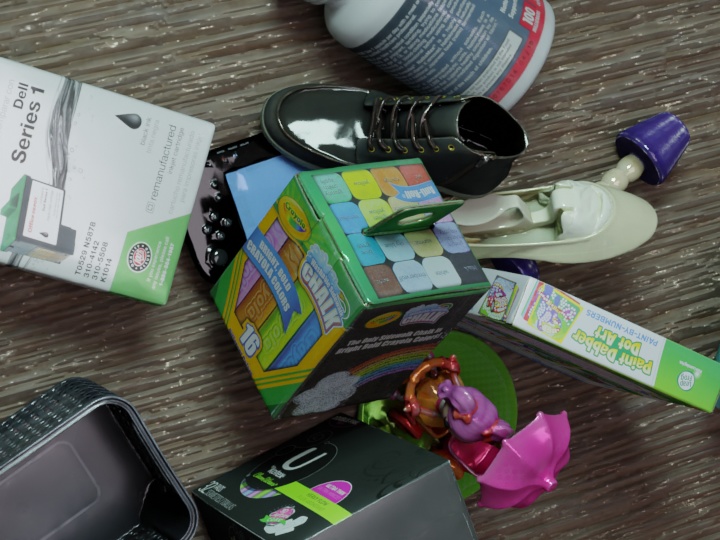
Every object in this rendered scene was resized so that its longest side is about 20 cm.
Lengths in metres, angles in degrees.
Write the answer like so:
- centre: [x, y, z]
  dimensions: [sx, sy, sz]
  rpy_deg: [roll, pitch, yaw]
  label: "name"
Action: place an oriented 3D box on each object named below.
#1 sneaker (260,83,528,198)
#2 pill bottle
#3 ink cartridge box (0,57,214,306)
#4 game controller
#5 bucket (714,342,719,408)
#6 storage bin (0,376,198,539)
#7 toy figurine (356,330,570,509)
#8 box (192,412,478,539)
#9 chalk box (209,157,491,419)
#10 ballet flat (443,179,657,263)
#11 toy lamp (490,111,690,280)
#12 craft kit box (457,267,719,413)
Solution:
- centre: [0.027, -0.115, 1.514]
  dimensions: [0.200, 0.106, 0.075]
  rpy_deg: [11, 75, -10]
  label: "sneaker"
- centre: [0.041, -0.210, 1.536]
  dimensions: [0.200, 0.120, 0.120]
  rpy_deg: [30, 83, -25]
  label: "pill bottle"
- centre: [-0.228, -0.069, 1.449]
  dimensions: [0.200, 0.084, 0.146]
  rpy_deg: [15, 89, -26]
  label: "ink cartridge box"
- centre: [-0.051, -0.063, 1.555]
  dimensions: [0.200, 0.042, 0.104]
  rpy_deg: [-20, 104, -22]
  label: "game controller"
- centre: [0.407, 0.066, 1.698]
  dimensions: [0.207, 0.207, 0.135]
  rpy_deg: [18, 80, -25]
  label: "bucket"
- centre: [-0.240, 0.188, 1.470]
  dimensions: [0.200, 0.094, 0.135]
  rpy_deg: [-35, 109, -16]
  label: "storage bin"
- centre: [0.085, 0.115, 1.560]
  dimensions: [0.150, 0.184, 0.200]
  rpy_deg: [-48, 112, -12]
  label: "toy figurine"
- centre: [-0.015, 0.210, 1.516]
  dimensions: [0.148, 0.200, 0.124]
  rpy_deg: [-27, 106, -20]
  label: "box"
- centre: [0.000, 0.000, 1.460]
  dimensions: [0.125, 0.200, 0.124]
  rpy_deg: [-7, 58, -40]
  label: "chalk box"
- centre: [0.142, -0.042, 1.591]
  dimensions: [0.200, 0.069, 0.070]
  rpy_deg: [-6, 100, 1]
  label: "ballet flat"
- centre: [0.196, -0.061, 1.662]
  dimensions: [0.200, 0.058, 0.058]
  rpy_deg: [-39, 110, -16]
  label: "toy lamp"
- centre: [0.157, 0.050, 1.579]
  dimensions: [0.200, 0.197, 0.049]
  rpy_deg: [24, 87, -26]
  label: "craft kit box"
